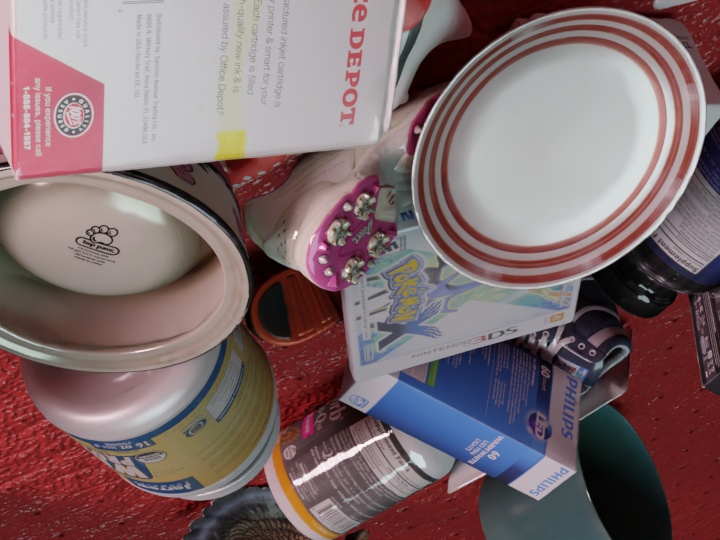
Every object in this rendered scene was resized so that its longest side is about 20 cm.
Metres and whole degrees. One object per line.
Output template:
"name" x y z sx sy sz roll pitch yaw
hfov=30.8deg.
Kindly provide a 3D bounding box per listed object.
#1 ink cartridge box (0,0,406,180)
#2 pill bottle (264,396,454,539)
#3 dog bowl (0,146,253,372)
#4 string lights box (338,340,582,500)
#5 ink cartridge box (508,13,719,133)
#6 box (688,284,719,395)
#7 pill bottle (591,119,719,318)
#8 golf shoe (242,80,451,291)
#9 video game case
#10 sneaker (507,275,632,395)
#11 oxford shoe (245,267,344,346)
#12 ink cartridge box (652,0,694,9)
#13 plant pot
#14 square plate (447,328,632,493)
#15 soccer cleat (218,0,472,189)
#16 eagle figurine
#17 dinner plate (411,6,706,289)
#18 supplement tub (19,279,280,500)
"ink cartridge box" -0.084 -0.134 0.659 0.200 0.083 0.145 -7 123 -25
"pill bottle" 0.017 0.163 1.233 0.200 0.116 0.116 -33 149 16
"dog bowl" -0.162 -0.022 0.793 0.200 0.074 0.200 1 141 1
"string lights box" 0.088 0.100 1.098 0.200 0.103 0.059 29 133 -14
"ink cartridge box" 0.145 -0.084 0.944 0.145 0.083 0.200 -4 147 -27
"box" 0.341 -0.011 1.089 0.049 0.200 0.161 25 130 -17
"pill bottle" 0.279 -0.052 1.060 0.112 0.112 0.200 4 141 -39
"golf shoe" 0.006 -0.069 0.839 0.200 0.091 0.075 -41 134 -35
"video game case" 0.075 0.006 0.942 0.182 0.022 0.200 -15 149 -6
"sneaker" 0.146 0.062 1.160 0.200 0.109 0.070 -13 149 -16
"oxford shoe" 0.000 0.000 1.024 0.200 0.071 0.073 -20 -178 -15
"ink cartridge box" 0.263 -0.237 0.788 0.200 0.068 0.115 -16 150 -13
"plant pot" 0.233 0.268 1.486 0.161 0.201 0.200 -27 153 30
"square plate" 0.175 0.127 1.283 0.200 0.028 0.198 -34 -176 18
"soccer cleat" -0.018 -0.111 0.809 0.200 0.069 0.085 -41 142 21
"eagle figurine" -0.094 0.298 1.401 0.200 0.151 0.152 13 100 -3
"dinner plate" 0.124 -0.076 0.827 0.200 0.024 0.200 -9 124 -14
"supplement tub" -0.144 0.082 0.956 0.145 0.145 0.200 -24 150 2
